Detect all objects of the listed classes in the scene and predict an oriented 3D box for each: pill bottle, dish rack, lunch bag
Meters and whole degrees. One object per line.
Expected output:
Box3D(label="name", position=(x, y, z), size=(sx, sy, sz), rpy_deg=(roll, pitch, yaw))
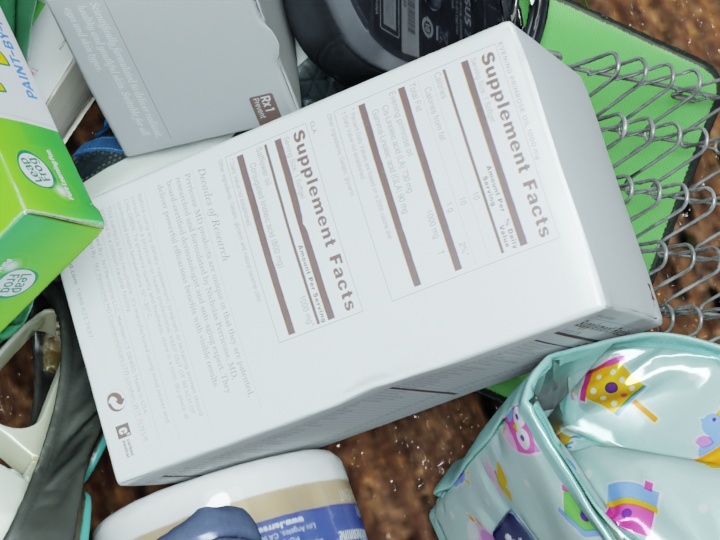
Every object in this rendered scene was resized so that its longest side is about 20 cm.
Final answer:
Box3D(label="pill bottle", position=(-0.030, 0.183, 0.733), size=(0.110, 0.111, 0.202), rpy_deg=(-15, 77, -11))
Box3D(label="dish rack", position=(0.134, -0.028, 0.809), size=(0.198, 0.054, 0.155), rpy_deg=(5, 72, -34))
Box3D(label="lunch bag", position=(0.132, 0.113, 0.742), size=(0.198, 0.171, 0.123), rpy_deg=(22, 65, 0))

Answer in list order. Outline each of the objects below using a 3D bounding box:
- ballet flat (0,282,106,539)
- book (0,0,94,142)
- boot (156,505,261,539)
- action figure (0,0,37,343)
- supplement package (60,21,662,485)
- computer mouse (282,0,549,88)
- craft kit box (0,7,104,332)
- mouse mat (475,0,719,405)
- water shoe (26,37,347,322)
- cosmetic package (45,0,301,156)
Box3D(label="ballet flat", position=(-0.133, 0.082, 0.724), size=(0.068, 0.068, 0.201), rpy_deg=(24, 43, -13))
Box3D(label="book", position=(-0.228, -0.089, 0.805), size=(0.199, 0.048, 0.134), rpy_deg=(28, 74, 11))
Box3D(label="boot", position=(-0.085, 0.176, 0.672), size=(0.072, 0.200, 0.091), rpy_deg=(16, 39, -43))
Box3D(label="action figure", position=(-0.170, -0.037, 0.734), size=(0.117, 0.055, 0.202), rpy_deg=(-16, 69, 13))
Box3D(label="supplement package", position=(0.000, 0.000, 0.712), size=(0.198, 0.114, 0.111), rpy_deg=(-21, 79, 17))
Box3D(label="computer mouse", position=(0.019, -0.105, 0.799), size=(0.052, 0.200, 0.140), rpy_deg=(-7, 70, 32))
Box3D(label="craft kit box", position=(-0.206, -0.033, 0.692), size=(0.200, 0.048, 0.198), rpy_deg=(-42, 63, 23))
Box3D(label="mouse mat", position=(0.071, -0.041, 0.863), size=(0.160, 0.008, 0.201), rpy_deg=(24, 74, 0))
Box3D(label="water shoe", position=(-0.089, -0.053, 0.825), size=(0.199, 0.072, 0.079), rpy_deg=(-36, 51, -11))
Box3D(label="cosmetic package", position=(-0.081, -0.161, 0.786), size=(0.089, 0.107, 0.201), rpy_deg=(-10, 52, 9))
